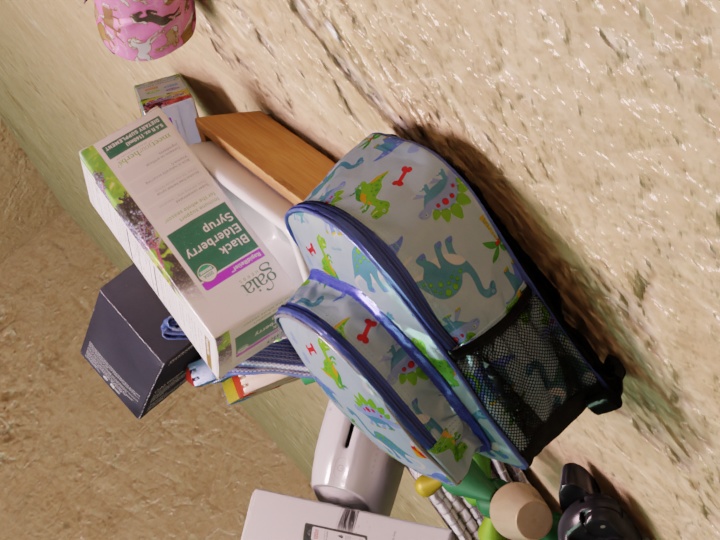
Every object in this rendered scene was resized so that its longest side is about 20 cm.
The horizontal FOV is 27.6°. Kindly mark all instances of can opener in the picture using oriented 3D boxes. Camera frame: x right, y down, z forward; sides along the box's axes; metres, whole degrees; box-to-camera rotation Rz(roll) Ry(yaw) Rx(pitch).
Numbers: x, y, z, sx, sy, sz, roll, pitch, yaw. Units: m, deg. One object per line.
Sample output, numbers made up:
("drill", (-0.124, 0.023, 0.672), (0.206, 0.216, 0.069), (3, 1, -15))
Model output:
("can opener", (0.212, 0.234, 1.167), (0.063, 0.079, 0.201), (-11, 131, 32))

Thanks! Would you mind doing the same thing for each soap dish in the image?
("soap dish", (-0.053, -0.033, 1.190), (0.200, 0.081, 0.159), (38, 154, 48))

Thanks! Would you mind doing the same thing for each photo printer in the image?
("photo printer", (0.006, 0.168, 1.469), (0.069, 0.168, 0.200), (13, 158, 11))

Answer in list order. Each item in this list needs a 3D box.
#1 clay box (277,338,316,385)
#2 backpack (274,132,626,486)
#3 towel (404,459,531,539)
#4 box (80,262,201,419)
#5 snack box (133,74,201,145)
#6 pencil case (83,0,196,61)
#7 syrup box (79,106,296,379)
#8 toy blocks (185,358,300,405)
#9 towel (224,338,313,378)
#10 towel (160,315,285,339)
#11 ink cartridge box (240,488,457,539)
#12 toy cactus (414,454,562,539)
("clay box", (-0.072, 0.007, 1.416), (0.201, 0.047, 0.116), (62, -166, -49))
("backpack", (0.035, 0.026, 0.922), (0.201, 0.147, 0.183), (57, 165, -20))
("towel", (0.128, 0.235, 1.400), (0.201, 0.085, 0.166), (55, 175, -5))
("box", (-0.183, 0.035, 1.566), (0.104, 0.200, 0.182), (47, 151, 6))
("snack box", (-0.161, -0.073, 1.386), (0.142, 0.052, 0.202), (-131, 26, -69))
("pencil case", (-0.178, -0.235, 1.079), (0.200, 0.085, 0.084), (80, 179, -68))
("syrup box", (-0.137, -0.022, 1.168), (0.201, 0.078, 0.082), (51, 161, 21))
("toy blocks", (-0.102, 0.101, 1.586), (0.101, 0.135, 0.200), (69, -165, 6))
("towel", (-0.022, 0.080, 1.253), (0.143, 0.024, 0.200), (4, -176, 16))
("towel", (-0.078, 0.047, 1.300), (0.147, 0.197, 0.024), (166, 103, -82))
("ink cartridge box", (-0.004, 0.283, 1.409), (0.197, 0.085, 0.146), (9, 160, 17))
("toy cactus", (0.127, 0.188, 1.213), (0.200, 0.102, 0.165), (44, 173, -8))
